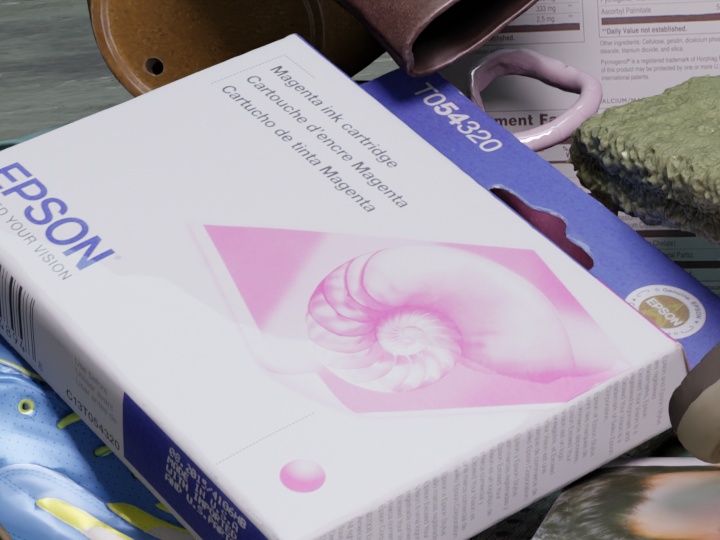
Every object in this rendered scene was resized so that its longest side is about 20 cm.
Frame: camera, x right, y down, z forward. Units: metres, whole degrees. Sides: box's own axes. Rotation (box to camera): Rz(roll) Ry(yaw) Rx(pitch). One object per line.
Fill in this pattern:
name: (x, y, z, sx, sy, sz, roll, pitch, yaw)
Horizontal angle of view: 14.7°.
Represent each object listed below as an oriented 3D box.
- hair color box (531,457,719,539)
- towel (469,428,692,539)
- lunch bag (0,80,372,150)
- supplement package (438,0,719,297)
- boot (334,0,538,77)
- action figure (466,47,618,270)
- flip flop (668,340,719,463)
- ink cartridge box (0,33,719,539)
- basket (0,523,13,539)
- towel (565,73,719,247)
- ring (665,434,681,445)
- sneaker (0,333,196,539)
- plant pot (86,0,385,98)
hair color box: (0.151, 0.094, 0.787, 0.199, 0.061, 0.099, -1, 13, 15)
towel: (0.014, 0.077, 0.994, 0.192, 0.035, 0.200, -1, 16, 28)
lunch bag: (-0.067, -0.019, 1.205, 0.199, 0.123, 0.170, 6, 17, 44)
supplement package: (0.115, -0.074, 1.104, 0.150, 0.201, 0.152, 0, 9, 22)
boot: (0.038, -0.160, 1.007, 0.200, 0.073, 0.166, -37, 55, -20)
action figure: (0.006, 0.003, 0.943, 0.199, 0.150, 0.134, 0, 13, -35)
flip flop: (0.179, 0.029, 0.790, 0.199, 0.081, 0.058, -10, 54, -31)
ink cartridge box: (0.000, 0.000, 0.862, 0.200, 0.043, 0.196, -26, 48, -28)
basket: (-0.202, 0.100, 0.741, 0.180, 0.137, 0.200, -17, 14, -26)
towel: (0.162, -0.041, 0.886, 0.148, 0.037, 0.200, -20, 17, -17)
ring: (0.171, 0.037, 1.118, 0.199, 0.019, 0.200, -4, 12, 1)
sneaker: (-0.080, 0.073, 0.857, 0.199, 0.106, 0.076, -3, 13, 9)
plant pot: (-0.041, -0.145, 1.132, 0.185, 0.187, 0.200, -1, 31, 15)
